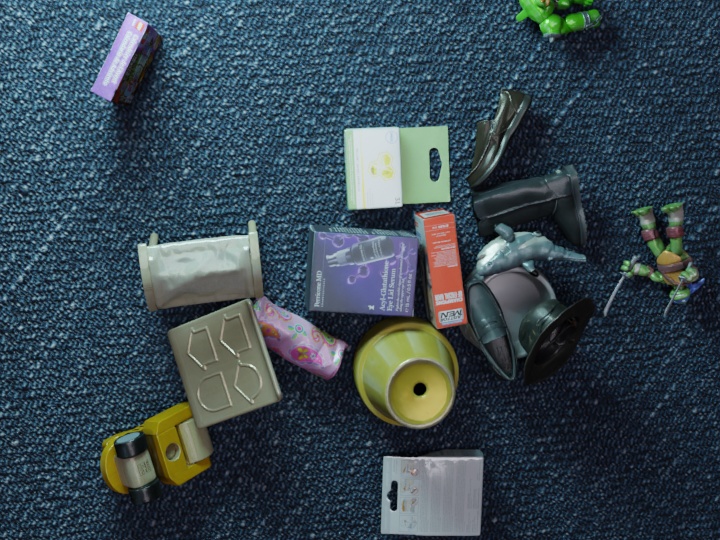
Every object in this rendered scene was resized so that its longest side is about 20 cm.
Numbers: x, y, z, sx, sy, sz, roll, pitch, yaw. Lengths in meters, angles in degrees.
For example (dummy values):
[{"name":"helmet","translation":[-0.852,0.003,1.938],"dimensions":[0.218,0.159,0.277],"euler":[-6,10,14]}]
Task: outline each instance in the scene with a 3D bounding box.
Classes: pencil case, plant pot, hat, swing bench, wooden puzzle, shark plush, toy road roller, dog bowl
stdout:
[{"name":"pencil case","translation":[-0.120,0.124,1.727],"dimensions":[0.198,0.087,0.088],"euler":[29,94,-11]},{"name":"plant pot","translation":[0.093,0.198,1.710],"dimensions":[0.198,0.189,0.204],"euler":[-1,98,-8]},{"name":"hat","translation":[0.337,0.113,1.715],"dimensions":[0.081,0.200,0.201],"euler":[40,92,29]},{"name":"swing bench","translation":[-0.271,-0.004,1.626],"dimensions":[0.196,0.200,0.132],"euler":[-6,99,-6]},{"name":"wooden puzzle","translation":[-0.239,0.167,1.671],"dimensions":[0.198,0.046,0.188],"euler":[-21,84,25]},{"name":"shark plush","translation":[0.313,-0.021,1.735],"dimensions":[0.197,0.091,0.084],"euler":[8,63,-9]},{"name":"toy road roller","translation":[-0.385,0.331,1.719],"dimensions":[0.199,0.145,0.125],"euler":[-24,103,-41]},{"name":"dog bowl","translation":[0.285,0.077,1.782],"dimensions":[0.197,0.059,0.203],"euler":[-1,99,-7]}]

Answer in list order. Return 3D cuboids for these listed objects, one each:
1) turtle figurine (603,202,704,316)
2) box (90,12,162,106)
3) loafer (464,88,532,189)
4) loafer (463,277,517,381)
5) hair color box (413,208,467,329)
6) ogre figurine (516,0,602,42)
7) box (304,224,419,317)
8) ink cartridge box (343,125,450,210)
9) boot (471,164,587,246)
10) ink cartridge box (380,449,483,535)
[{"name":"turtle figurine","translation":[0.560,-0.019,1.761],"dimensions":[0.197,0.144,0.197],"euler":[-14,96,-9]},{"name":"box","translation":[-0.386,-0.347,1.559],"dimensions":[0.039,0.200,0.138],"euler":[26,95,-8]},{"name":"loafer","translation":[0.241,-0.246,1.728],"dimensions":[0.071,0.073,0.202],"euler":[29,91,1]},{"name":"loafer","translation":[0.242,0.109,1.716],"dimensions":[0.067,0.070,0.203],"euler":[-23,101,-3]},{"name":"hair color box","translation":[0.146,-0.005,1.725],"dimensions":[0.063,0.111,0.203],"euler":[-10,99,-5]},{"name":"ogre figurine","translation":[0.341,-0.498,1.689],"dimensions":[0.120,0.098,0.201],"euler":[-43,117,-17]},{"name":"box","translation":[0.000,0.000,1.711],"dimensions":[0.197,0.104,0.150],"euler":[2,99,-8]},{"name":"ink cartridge box","translation":[0.070,-0.190,1.721],"dimensions":[0.197,0.048,0.148],"euler":[-3,98,-4]},{"name":"boot","translation":[0.315,-0.097,1.754],"dimensions":[0.197,0.066,0.167],"euler":[-17,114,0]},{"name":"ink cartridge box","translation":[0.139,0.433,1.828],"dimensions":[0.197,0.047,0.163],"euler":[1,99,-2]}]
